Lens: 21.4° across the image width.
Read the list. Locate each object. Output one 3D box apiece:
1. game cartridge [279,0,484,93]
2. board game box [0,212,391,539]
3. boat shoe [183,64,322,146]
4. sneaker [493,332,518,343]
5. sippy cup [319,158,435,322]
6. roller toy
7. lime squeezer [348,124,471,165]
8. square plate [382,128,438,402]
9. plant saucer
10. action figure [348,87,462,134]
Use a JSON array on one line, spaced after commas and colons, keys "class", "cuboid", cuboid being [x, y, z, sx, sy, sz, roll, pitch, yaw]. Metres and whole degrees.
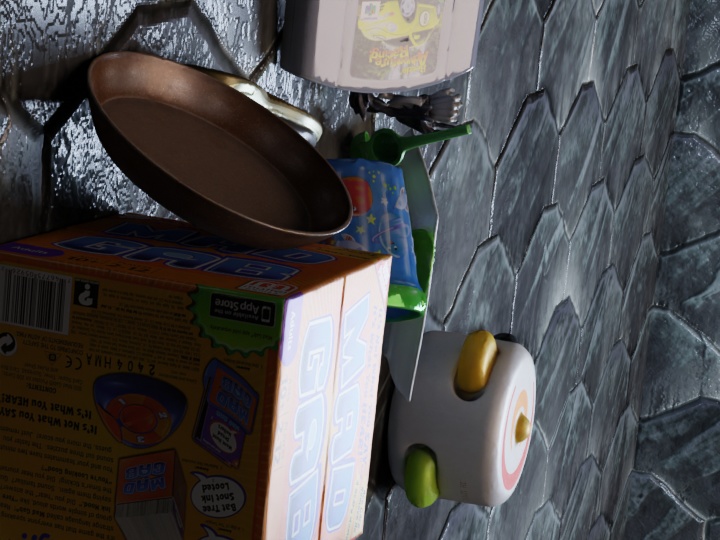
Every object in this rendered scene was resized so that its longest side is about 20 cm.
[{"class": "game cartridge", "cuboid": [0.024, -0.218, 1.615, 0.200, 0.041, 0.133, -8, 118, -36]}, {"class": "board game box", "cuboid": [-0.112, 0.084, 1.237, 0.200, 0.199, 0.200, -23, 120, -70]}, {"class": "boat shoe", "cuboid": [-0.090, -0.106, 1.441, 0.201, 0.072, 0.066, 21, 88, -70]}, {"class": "sneaker", "cuboid": [0.166, 0.111, 2.365, 0.200, 0.075, 0.088, 67, 21, -65]}, {"class": "sippy cup", "cuboid": [-0.011, -0.026, 1.635, 0.178, 0.139, 0.131, 51, 39, -79]}, {"class": "roller toy", "cuboid": [0.120, 0.161, 2.098, 0.182, 0.139, 0.201, 2, 96, -73]}, {"class": "lime squeezer", "cuboid": [0.032, -0.113, 1.765, 0.200, 0.070, 0.038, 178, -87, -69]}, {"class": "square plate", "cuboid": [0.039, -0.008, 1.825, 0.200, 0.028, 0.199, -101, -163, -62]}, {"class": "plant saucer", "cuboid": [-0.098, -0.074, 1.263, 0.035, 0.200, 0.200, -56, 171, 21]}, {"class": "action figure", "cuboid": [0.042, -0.187, 1.749, 0.200, 0.102, 0.119, 21, 63, -72]}]
